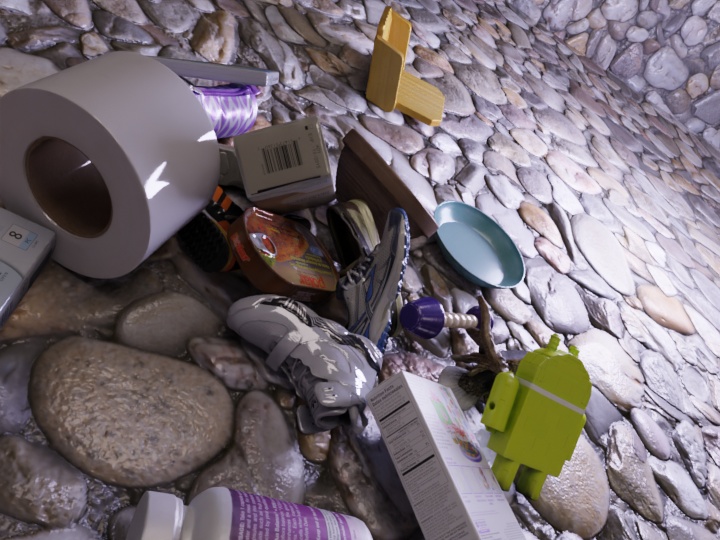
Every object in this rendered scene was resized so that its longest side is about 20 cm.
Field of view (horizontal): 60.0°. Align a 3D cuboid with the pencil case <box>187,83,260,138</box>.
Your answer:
[{"bbox_3d":[-0.221,-0.233,0.890,0.083,0.086,0.200,39,23,4],"label":"pencil case"}]

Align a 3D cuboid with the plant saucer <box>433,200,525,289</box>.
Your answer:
[{"bbox_3d":[0.203,-0.039,1.107,0.196,0.036,0.203,22,41,-19],"label":"plant saucer"}]

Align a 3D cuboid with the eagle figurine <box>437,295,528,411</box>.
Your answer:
[{"bbox_3d":[0.218,0.154,0.876,0.200,0.149,0.154,42,70,-45],"label":"eagle figurine"}]

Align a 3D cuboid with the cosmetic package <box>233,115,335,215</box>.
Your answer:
[{"bbox_3d":[-0.087,-0.122,0.777,0.200,0.103,0.073,62,13,-89],"label":"cosmetic package"}]

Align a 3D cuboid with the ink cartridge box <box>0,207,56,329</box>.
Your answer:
[{"bbox_3d":[-0.415,-0.016,0.577,0.197,0.047,0.162,28,39,-17],"label":"ink cartridge box"}]

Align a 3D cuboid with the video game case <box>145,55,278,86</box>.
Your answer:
[{"bbox_3d":[-0.225,-0.297,0.922,0.195,0.023,0.183,6,18,-4],"label":"video game case"}]

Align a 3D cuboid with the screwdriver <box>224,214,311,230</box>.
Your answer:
[{"bbox_3d":[-0.122,-0.068,0.830,0.199,0.028,0.030,9,56,-64],"label":"screwdriver"}]

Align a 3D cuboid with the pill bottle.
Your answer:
[{"bbox_3d":[-0.093,0.247,0.517,0.196,0.113,0.114,21,40,-21],"label":"pill bottle"}]

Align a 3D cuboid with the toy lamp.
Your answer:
[{"bbox_3d":[0.123,0.068,0.881,0.198,0.058,0.059,7,45,-53],"label":"toy lamp"}]

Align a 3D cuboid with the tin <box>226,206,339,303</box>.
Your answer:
[{"bbox_3d":[-0.092,-0.014,0.785,0.113,0.042,0.199,57,17,21],"label":"tin"}]

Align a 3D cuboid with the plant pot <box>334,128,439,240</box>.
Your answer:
[{"bbox_3d":[0.024,-0.110,0.957,0.201,0.093,0.201,47,5,-5],"label":"plant pot"}]

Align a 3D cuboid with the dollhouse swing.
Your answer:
[{"bbox_3d":[0.113,-0.442,1.347,0.171,0.185,0.202,13,39,2],"label":"dollhouse swing"}]

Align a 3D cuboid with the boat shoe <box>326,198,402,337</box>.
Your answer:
[{"bbox_3d":[0.000,0.000,0.862,0.064,0.073,0.204,-9,72,-35],"label":"boat shoe"}]

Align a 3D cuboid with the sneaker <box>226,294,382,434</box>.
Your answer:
[{"bbox_3d":[-0.067,0.108,0.708,0.197,0.076,0.116,25,41,-14],"label":"sneaker"}]

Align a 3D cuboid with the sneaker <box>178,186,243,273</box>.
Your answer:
[{"bbox_3d":[-0.197,-0.079,0.811,0.089,0.070,0.202,4,48,-56],"label":"sneaker"}]

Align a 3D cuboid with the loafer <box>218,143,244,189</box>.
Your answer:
[{"bbox_3d":[-0.156,-0.147,0.904,0.196,0.073,0.063,14,22,-24],"label":"loafer"}]

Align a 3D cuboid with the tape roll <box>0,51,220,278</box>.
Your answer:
[{"bbox_3d":[-0.269,-0.115,0.669,0.201,0.204,0.140,36,38,-1],"label":"tape roll"}]

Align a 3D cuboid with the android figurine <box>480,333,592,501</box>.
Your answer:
[{"bbox_3d":[0.227,0.183,0.788,0.180,0.204,0.041,25,-6,-34],"label":"android figurine"}]

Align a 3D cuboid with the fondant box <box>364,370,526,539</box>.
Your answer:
[{"bbox_3d":[0.096,0.222,0.696,0.144,0.058,0.203,30,30,-55],"label":"fondant box"}]

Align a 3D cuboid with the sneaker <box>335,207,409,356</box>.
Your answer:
[{"bbox_3d":[0.010,0.017,0.787,0.083,0.205,0.077,15,3,5],"label":"sneaker"}]
